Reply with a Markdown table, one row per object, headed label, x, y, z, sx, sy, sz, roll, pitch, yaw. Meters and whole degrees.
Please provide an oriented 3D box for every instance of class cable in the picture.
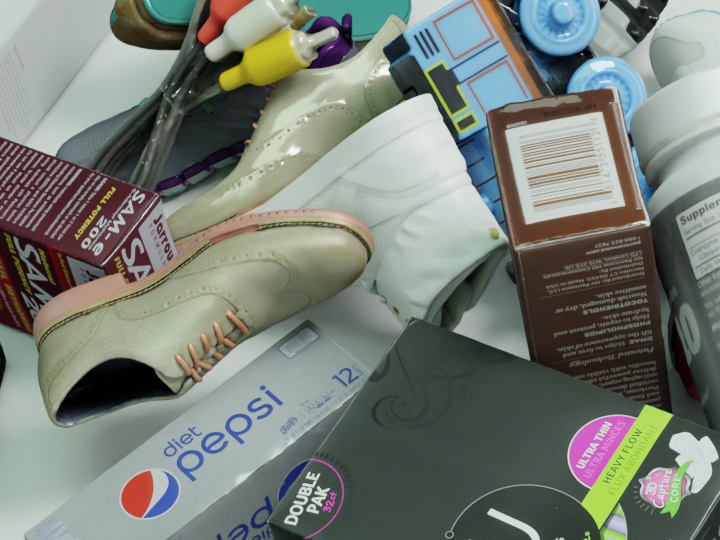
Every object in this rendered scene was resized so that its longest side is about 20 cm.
| label | x | y | z | sx | sy | sz | roll | pitch | yaw |
| --- | --- | --- | --- | --- | --- | --- | --- | --- | --- |
| cable | -0.102 | -0.113 | 1.677 | 0.200 | 0.050 | 0.097 | -37 | 65 | 16 |

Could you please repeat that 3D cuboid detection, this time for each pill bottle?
| label | x | y | z | sx | sy | sz | roll | pitch | yaw |
| --- | --- | --- | --- | --- | --- | --- | --- | --- | --- |
| pill bottle | 0.210 | 0.001 | 1.477 | 0.113 | 0.114 | 0.201 | -16 | 70 | -1 |

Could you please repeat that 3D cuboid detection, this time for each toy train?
| label | x | y | z | sx | sy | sz | roll | pitch | yaw |
| --- | --- | --- | --- | --- | --- | --- | --- | --- | --- |
| toy train | 0.101 | -0.076 | 1.606 | 0.114 | 0.087 | 0.201 | -31 | 93 | -8 |

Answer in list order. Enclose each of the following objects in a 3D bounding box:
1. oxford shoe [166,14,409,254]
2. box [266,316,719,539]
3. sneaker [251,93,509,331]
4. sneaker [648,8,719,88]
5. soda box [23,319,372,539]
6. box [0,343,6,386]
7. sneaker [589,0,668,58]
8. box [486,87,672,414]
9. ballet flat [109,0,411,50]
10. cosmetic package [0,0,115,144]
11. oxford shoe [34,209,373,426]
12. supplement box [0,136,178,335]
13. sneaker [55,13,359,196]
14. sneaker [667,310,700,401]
| label | x | y | z | sx | sy | sz | roll | pitch | yaw |
| --- | --- | --- | --- | --- | --- | --- | --- | --- | --- |
| oxford shoe | -0.040 | -0.073 | 1.684 | 0.200 | 0.071 | 0.074 | -33 | 86 | -9 |
| box | 0.081 | 0.141 | 1.455 | 0.199 | 0.125 | 0.149 | 21 | 57 | 28 |
| sneaker | 0.000 | 0.000 | 1.603 | 0.074 | 0.200 | 0.116 | -25 | 81 | -43 |
| sneaker | 0.209 | -0.073 | 1.642 | 0.080 | 0.077 | 0.200 | -21 | 48 | -13 |
| soda box | -0.078 | 0.118 | 1.549 | 0.200 | 0.068 | 0.063 | -37 | 51 | -18 |
| box | -0.310 | 0.100 | 1.634 | 0.199 | 0.049 | 0.160 | -2 | 48 | 12 |
| sneaker | 0.112 | -0.136 | 1.708 | 0.090 | 0.066 | 0.201 | 16 | 71 | 50 |
| box | 0.117 | 0.013 | 1.507 | 0.075 | 0.200 | 0.100 | -10 | 49 | 1 |
| ballet flat | -0.066 | -0.157 | 1.773 | 0.199 | 0.072 | 0.068 | -7 | 79 | -33 |
| cosmetic package | -0.240 | -0.146 | 1.809 | 0.112 | 0.081 | 0.200 | 19 | 55 | 27 |
| oxford shoe | -0.081 | 0.030 | 1.548 | 0.199 | 0.071 | 0.074 | -24 | 45 | 19 |
| supplement box | -0.197 | -0.019 | 1.669 | 0.199 | 0.109 | 0.061 | 19 | 57 | 28 |
| sneaker | -0.093 | -0.105 | 1.733 | 0.199 | 0.088 | 0.075 | -16 | 48 | -1 |
| sneaker | 0.264 | 0.038 | 1.551 | 0.199 | 0.077 | 0.085 | -6 | 67 | 14 |
